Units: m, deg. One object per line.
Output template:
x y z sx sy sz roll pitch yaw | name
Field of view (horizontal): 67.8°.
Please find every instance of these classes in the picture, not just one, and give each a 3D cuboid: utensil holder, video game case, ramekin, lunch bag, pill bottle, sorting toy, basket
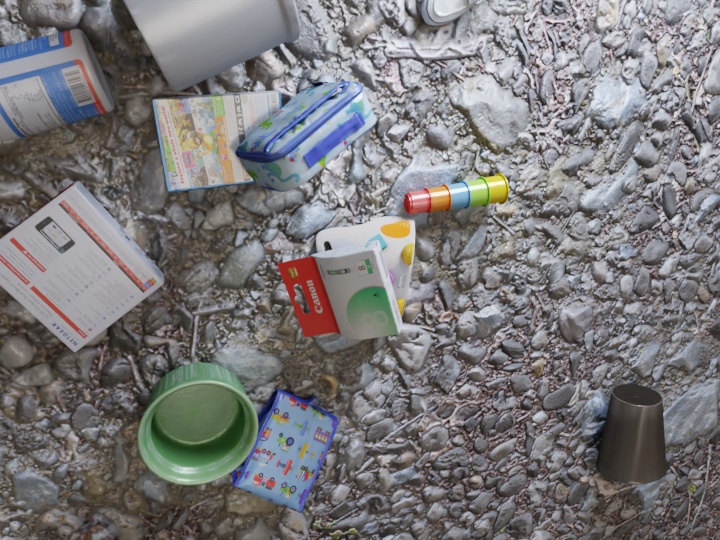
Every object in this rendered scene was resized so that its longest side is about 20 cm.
-0.209 -0.364 0.740 0.199 0.170 0.171 -28 114 -8 | utensil holder
-0.221 -0.210 0.867 0.198 0.018 0.145 -10 110 -17 | video game case
-0.287 0.264 0.949 0.198 0.098 0.203 -6 109 -18 | ramekin
-0.139 0.335 1.040 0.150 0.094 0.201 32 85 -23 | lunch bag
-0.452 -0.243 0.721 0.198 0.112 0.113 -20 113 -12 | pill bottle
0.000 0.000 0.986 0.178 0.107 0.203 7 105 -2 | sorting toy
0.678 0.398 1.327 0.178 0.136 0.203 -6 105 -12 | basket
-0.082 -0.210 0.822 0.200 0.160 0.083 -43 125 -17 | lunch bag

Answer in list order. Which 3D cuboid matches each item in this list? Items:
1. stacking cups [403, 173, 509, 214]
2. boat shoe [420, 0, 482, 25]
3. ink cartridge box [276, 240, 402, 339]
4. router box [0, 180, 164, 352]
0.180 -0.143 1.010 0.198 0.060 0.061 -9 110 -16 | stacking cups
0.190 -0.489 0.899 0.200 0.067 0.074 -41 115 -3 | boat shoe
-0.041 0.046 0.940 0.198 0.050 0.163 -12 111 17 | ink cartridge box
-0.443 -0.004 0.834 0.179 0.049 0.201 -37 115 -5 | router box
